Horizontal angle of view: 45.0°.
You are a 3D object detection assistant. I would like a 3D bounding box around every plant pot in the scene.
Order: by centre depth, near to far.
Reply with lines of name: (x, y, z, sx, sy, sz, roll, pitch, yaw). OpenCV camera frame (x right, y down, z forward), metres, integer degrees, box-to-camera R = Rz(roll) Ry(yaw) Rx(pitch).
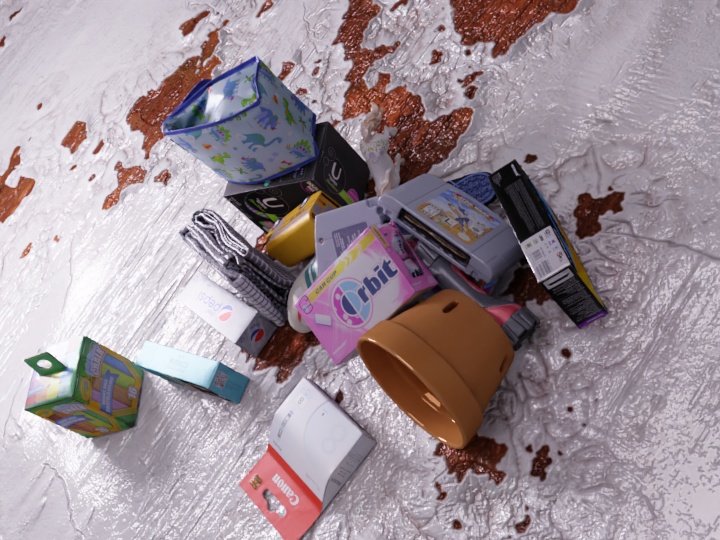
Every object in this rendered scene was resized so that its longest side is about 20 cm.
plant pot: (0.113, 0.122, 1.178, 0.140, 0.200, 0.200, -42, 44, -18)

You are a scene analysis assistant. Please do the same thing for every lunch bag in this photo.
lunch bag: (-0.193, -0.227, 1.406, 0.199, 0.170, 0.128, -23, 52, 25)

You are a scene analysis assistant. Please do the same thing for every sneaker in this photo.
sneaker: (0.129, -0.103, 1.366, 0.199, 0.078, 0.070, -15, 88, 22)
sneaker: (-0.054, 0.013, 1.400, 0.200, 0.070, 0.093, -58, 13, -1)

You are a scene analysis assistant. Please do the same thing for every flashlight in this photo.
flashlight: (0.159, 0.028, 1.225, 0.068, 0.068, 0.200, -46, 70, 4)

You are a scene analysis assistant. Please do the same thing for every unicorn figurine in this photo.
unicorn figurine: (0.045, -0.168, 1.444, 0.074, 0.200, 0.138, -27, 23, 26)

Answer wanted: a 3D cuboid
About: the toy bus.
toy bus: (-0.097, -0.064, 1.454, 0.200, 0.065, 0.078, -30, 28, 53)

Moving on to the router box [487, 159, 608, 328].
router box: (0.255, -0.037, 1.186, 0.051, 0.149, 0.200, -31, 49, 16)

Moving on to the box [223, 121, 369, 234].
box: (-0.109, -0.155, 1.521, 0.199, 0.149, 0.125, -7, 58, 32)

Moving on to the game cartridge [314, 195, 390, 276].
game cartridge: (0.000, 0.000, 1.313, 0.133, 0.041, 0.201, -14, 89, 28)

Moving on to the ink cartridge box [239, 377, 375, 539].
ink cartridge box: (-0.093, 0.284, 1.307, 0.200, 0.047, 0.160, -50, 47, -4)

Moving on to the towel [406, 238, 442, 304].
towel: (0.069, 0.038, 1.355, 0.199, 0.032, 0.192, 5, 65, 37)

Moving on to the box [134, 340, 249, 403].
box: (-0.292, 0.174, 1.496, 0.199, 0.082, 0.049, 9, 70, 39)

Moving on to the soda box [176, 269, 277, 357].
soda box: (-0.237, 0.074, 1.530, 0.200, 0.063, 0.068, 29, 80, 43)

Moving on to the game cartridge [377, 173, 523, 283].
game cartridge: (0.137, -0.067, 1.251, 0.200, 0.042, 0.133, 37, 42, 18)

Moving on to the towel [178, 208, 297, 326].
towel: (-0.201, -0.012, 1.490, 0.086, 0.166, 0.200, -49, 46, -5)

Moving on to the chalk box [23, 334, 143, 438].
chalk box: (-0.506, 0.202, 1.549, 0.124, 0.200, 0.124, -17, 55, 27)

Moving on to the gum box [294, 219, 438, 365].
gum box: (0.008, 0.031, 1.243, 0.200, 0.066, 0.114, -45, 74, 34)

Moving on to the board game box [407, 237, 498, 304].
board game box: (0.113, -0.007, 1.304, 0.199, 0.039, 0.159, -22, 52, 22)
